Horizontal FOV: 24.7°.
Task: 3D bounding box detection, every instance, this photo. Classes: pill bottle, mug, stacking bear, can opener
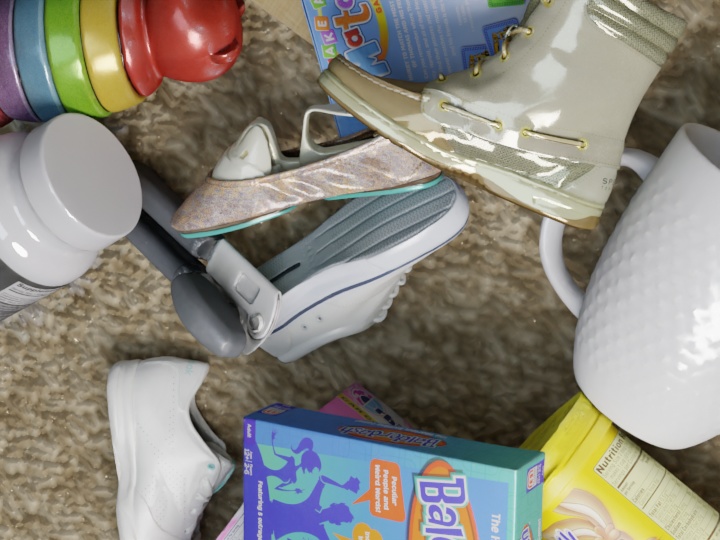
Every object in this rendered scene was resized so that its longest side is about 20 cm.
[{"bbox_3d":[-0.258,-0.030,1.184,0.199,0.116,0.116,-26,91,32],"label":"pill bottle"},{"bbox_3d":[0.202,0.004,1.064,0.200,0.147,0.176,41,112,25],"label":"mug"},{"bbox_3d":[-0.181,-0.164,1.164,0.198,0.122,0.114,-6,125,9],"label":"stacking bear"},{"bbox_3d":[-0.125,-0.013,1.160,0.200,0.066,0.053,44,111,37],"label":"can opener"}]

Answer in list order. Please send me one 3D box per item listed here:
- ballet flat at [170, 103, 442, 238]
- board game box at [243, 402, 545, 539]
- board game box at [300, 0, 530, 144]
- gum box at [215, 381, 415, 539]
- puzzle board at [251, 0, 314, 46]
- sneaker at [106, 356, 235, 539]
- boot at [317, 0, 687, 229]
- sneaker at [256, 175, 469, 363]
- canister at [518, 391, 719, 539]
[{"bbox_3d":[-0.041,-0.076,1.120,0.199,0.068,0.068,-13,111,8],"label":"ballet flat"},{"bbox_3d":[0.017,0.176,1.047,0.199,0.045,0.153,7,103,30],"label":"board game box"},{"bbox_3d":[0.069,-0.156,1.104,0.199,0.037,0.152,-8,116,17],"label":"board game box"},{"bbox_3d":[-0.051,0.185,1.180,0.066,0.113,0.200,39,107,7],"label":"gum box"},{"bbox_3d":[-0.005,-0.245,1.117,0.150,0.017,0.200,36,124,3],"label":"puzzle board"},{"bbox_3d":[-0.134,0.164,1.229,0.088,0.075,0.202,-6,97,6],"label":"sneaker"},{"bbox_3d":[0.087,-0.133,1.031,0.199,0.072,0.155,25,100,1],"label":"boot"},{"bbox_3d":[0.000,0.000,1.159,0.199,0.073,0.071,-27,131,26],"label":"sneaker"},{"bbox_3d":[0.185,0.187,1.096,0.200,0.149,0.087,40,66,4],"label":"canister"}]
